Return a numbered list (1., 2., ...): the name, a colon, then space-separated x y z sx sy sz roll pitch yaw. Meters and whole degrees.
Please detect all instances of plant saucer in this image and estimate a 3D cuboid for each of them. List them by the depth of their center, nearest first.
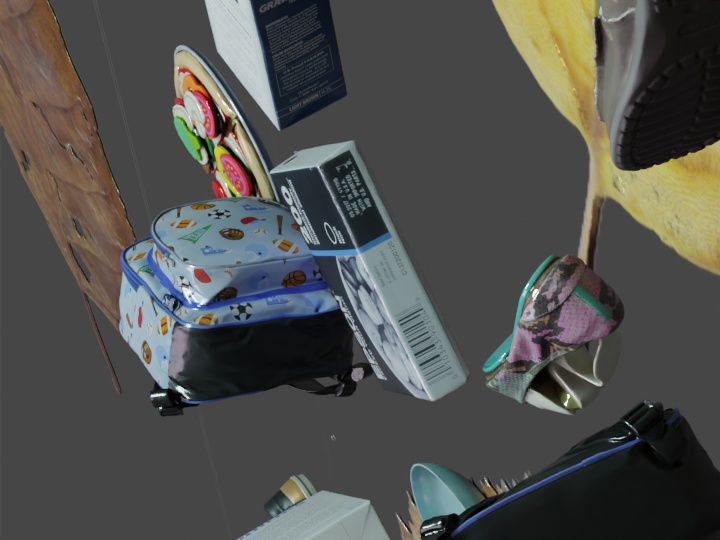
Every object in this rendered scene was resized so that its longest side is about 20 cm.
1. plant saucer: 0.103 0.240 2.017 0.200 0.027 0.200 56 165 23

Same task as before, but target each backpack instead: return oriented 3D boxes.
1. backpack: 0.132 0.184 1.451 0.147 0.183 0.200 61 172 9
2. backpack: -0.114 0.023 2.058 0.190 0.200 0.155 27 117 56

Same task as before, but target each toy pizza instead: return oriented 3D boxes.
1. toy pizza: -0.121 -0.103 2.160 0.200 0.032 0.200 57 166 22

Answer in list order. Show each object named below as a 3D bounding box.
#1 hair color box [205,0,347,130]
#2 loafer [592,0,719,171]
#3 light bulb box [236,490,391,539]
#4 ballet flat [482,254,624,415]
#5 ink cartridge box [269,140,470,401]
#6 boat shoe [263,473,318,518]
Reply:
1. hair color box: -0.068 -0.202 1.695 0.100 0.060 0.200 52 164 36
2. loafer: 0.137 -0.120 1.089 0.200 0.073 0.071 92 158 -56
3. light bulb box: -0.020 0.336 2.464 0.199 0.125 0.200 63 166 -5
4. ballet flat: 0.120 0.048 1.498 0.071 0.069 0.200 40 163 7
5. ink cartridge box: 0.000 0.000 1.888 0.198 0.043 0.200 63 168 -7
6. boat shoe: -0.049 0.313 2.666 0.075 0.062 0.200 33 150 61
